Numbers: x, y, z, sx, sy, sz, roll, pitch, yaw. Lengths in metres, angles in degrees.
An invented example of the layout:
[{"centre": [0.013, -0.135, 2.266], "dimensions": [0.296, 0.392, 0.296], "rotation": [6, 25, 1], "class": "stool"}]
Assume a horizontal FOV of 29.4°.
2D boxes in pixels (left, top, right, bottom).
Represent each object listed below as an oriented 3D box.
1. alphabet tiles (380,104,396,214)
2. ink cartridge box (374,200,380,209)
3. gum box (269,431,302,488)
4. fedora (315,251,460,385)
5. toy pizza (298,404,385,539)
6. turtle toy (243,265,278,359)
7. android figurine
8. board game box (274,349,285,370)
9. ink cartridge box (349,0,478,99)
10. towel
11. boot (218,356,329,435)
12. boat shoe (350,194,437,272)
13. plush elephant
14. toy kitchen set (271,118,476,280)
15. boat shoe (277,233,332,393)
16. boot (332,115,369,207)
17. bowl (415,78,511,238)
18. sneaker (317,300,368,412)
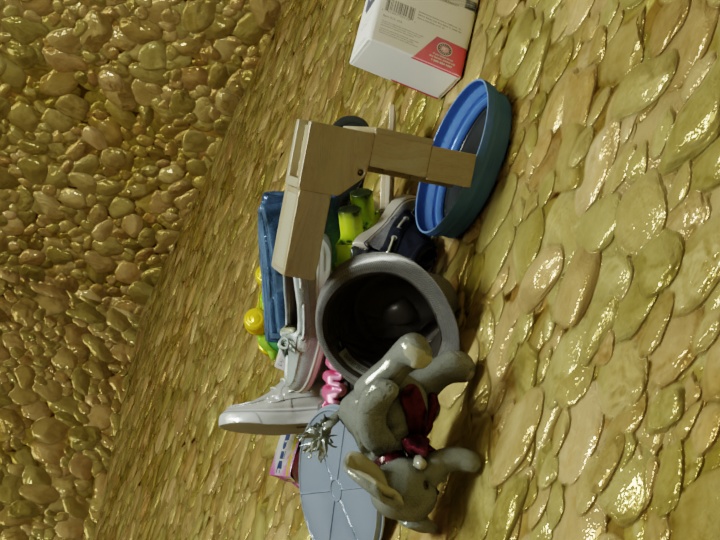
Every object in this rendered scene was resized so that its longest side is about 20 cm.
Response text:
[{"centre": [0.038, -0.123, 1.884], "dimensions": [0.200, 0.014, 0.197], "rotation": [50, -137, -85], "class": "alphabet tiles"}, {"centre": [-0.022, 0.014, 2.015], "dimensions": [0.198, 0.047, 0.201], "rotation": [-97, 27, -67], "class": "ink cartridge box"}, {"centre": [-0.058, 0.203, 1.869], "dimensions": [0.113, 0.066, 0.201], "rotation": [157, 130, -72], "class": "gum box"}, {"centre": [0.045, 0.054, 1.589], "dimensions": [0.199, 0.178, 0.090], "rotation": [-28, 3, 36], "class": "fedora"}, {"centre": [-0.017, 0.258, 1.625], "dimensions": [0.200, 0.032, 0.202], "rotation": [9, 101, 59], "class": "toy pizza"}, {"centre": [-0.111, 0.048, 2.182], "dimensions": [0.146, 0.100, 0.201], "rotation": [68, -147, -67], "class": "turtle toy"}, {"centre": [0.000, 0.000, 1.807], "dimensions": [0.182, 0.041, 0.201], "rotation": [-61, -30, -60], "class": "android figurine"}, {"centre": [-0.069, 0.038, 1.964], "dimensions": [0.200, 0.034, 0.135], "rotation": [-79, 14, -58], "class": "board game box"}, {"centre": [0.083, -0.367, 1.939], "dimensions": [0.084, 0.144, 0.201], "rotation": [140, 146, -63], "class": "ink cartridge box"}, {"centre": [-0.077, -0.004, 1.803], "dimensions": [0.049, 0.111, 0.202], "rotation": [-106, 13, -72], "class": "towel"}, {"centre": [-0.086, 0.159, 1.788], "dimensions": [0.074, 0.198, 0.096], "rotation": [70, -163, -69], "class": "boot"}, {"centre": [0.064, -0.034, 1.753], "dimensions": [0.200, 0.092, 0.075], "rotation": [-47, -34, -54], "class": "boat shoe"}, {"centre": [0.047, 0.181, 1.392], "dimensions": [0.199, 0.155, 0.165], "rotation": [-36, -23, 7], "class": "plush elephant"}, {"centre": [0.004, -0.078, 1.621], "dimensions": [0.163, 0.198, 0.182], "rotation": [-152, 72, -74], "class": "toy kitchen set"}, {"centre": [-0.079, 0.052, 1.724], "dimensions": [0.074, 0.064, 0.204], "rotation": [-162, 78, -69], "class": "boat shoe"}, {"centre": [-0.027, -0.125, 1.898], "dimensions": [0.154, 0.073, 0.205], "rotation": [-61, -14, -73], "class": "boot"}, {"centre": [0.127, -0.135, 1.689], "dimensions": [0.201, 0.039, 0.202], "rotation": [-160, 90, -75], "class": "bowl"}, {"centre": [0.004, 0.108, 1.699], "dimensions": [0.079, 0.095, 0.202], "rotation": [-130, 47, -78], "class": "sneaker"}]
